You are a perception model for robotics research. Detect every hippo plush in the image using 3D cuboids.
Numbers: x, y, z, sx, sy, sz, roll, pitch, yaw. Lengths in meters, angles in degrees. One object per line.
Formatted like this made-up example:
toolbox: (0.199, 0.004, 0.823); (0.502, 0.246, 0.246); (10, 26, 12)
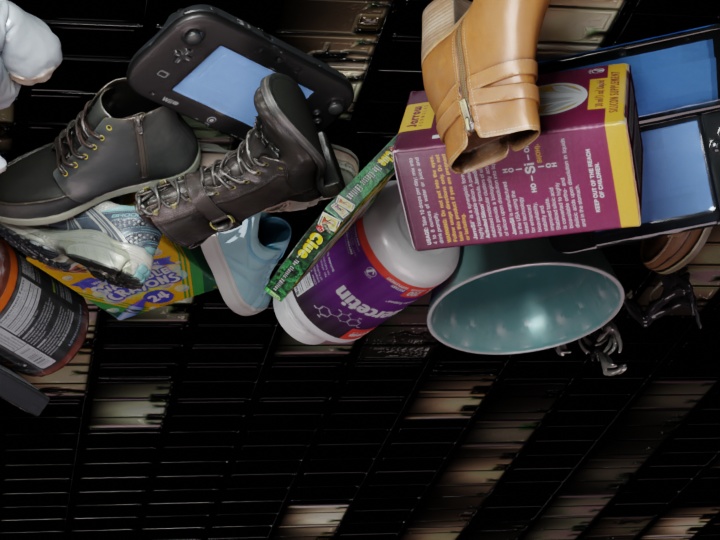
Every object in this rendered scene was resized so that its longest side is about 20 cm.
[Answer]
hippo plush: (-0.303, -0.138, 1.336); (0.159, 0.161, 0.200); (20, 142, -40)

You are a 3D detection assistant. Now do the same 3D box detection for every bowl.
bowl: (0.160, -0.004, 1.752); (0.201, 0.105, 0.201); (-5, 153, -3)

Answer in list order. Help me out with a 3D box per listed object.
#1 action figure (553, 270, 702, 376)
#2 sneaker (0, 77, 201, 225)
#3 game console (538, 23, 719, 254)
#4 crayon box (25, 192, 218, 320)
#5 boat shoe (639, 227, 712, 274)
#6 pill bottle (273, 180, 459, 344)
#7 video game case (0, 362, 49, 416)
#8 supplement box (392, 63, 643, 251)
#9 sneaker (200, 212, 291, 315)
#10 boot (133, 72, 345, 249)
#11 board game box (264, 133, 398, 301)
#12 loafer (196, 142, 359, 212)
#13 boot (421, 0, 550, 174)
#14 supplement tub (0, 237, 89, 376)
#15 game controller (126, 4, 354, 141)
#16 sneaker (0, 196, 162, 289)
action figure: (0.272, 0.058, 1.899); (0.200, 0.102, 0.119); (-14, 163, 11)
sneaker: (-0.248, -0.110, 1.510); (0.200, 0.075, 0.106); (-17, 147, 0)
game console: (0.252, -0.114, 1.560); (0.200, 0.171, 0.118); (-11, 178, 10)
crayon box: (-0.238, -0.023, 1.686); (0.126, 0.052, 0.200); (-18, 150, 20)
boat shoe: (0.320, -0.071, 1.708); (0.068, 0.072, 0.200); (9, 139, -20)
pill bottle: (0.000, 0.000, 1.716); (0.112, 0.113, 0.200); (14, 146, -34)
video game case: (-0.425, 0.064, 1.712); (0.181, 0.026, 0.200); (31, 173, 34)
supplement box: (0.140, -0.099, 1.492); (0.200, 0.131, 0.103); (-7, 119, 13)
sneaker: (-0.103, -0.015, 1.708); (0.082, 0.074, 0.200); (-8, 153, 9)
boot: (-0.113, -0.081, 1.476); (0.174, 0.069, 0.200); (-19, 153, 6)
board game box: (-0.013, -0.052, 1.519); (0.023, 0.200, 0.105); (37, 123, 3)
loafer: (-0.097, -0.078, 1.588); (0.200, 0.063, 0.072); (0, 133, -11)
boot: (0.125, -0.178, 1.360); (0.074, 0.155, 0.200); (12, 147, -31)
supplement tub: (-0.361, 0.025, 1.692); (0.107, 0.107, 0.200); (-18, 150, 20)
game controller: (-0.100, -0.158, 1.457); (0.200, 0.042, 0.104); (22, 122, -42)
sneaker: (-0.262, -0.046, 1.588); (0.200, 0.086, 0.078); (18, 162, 26)
